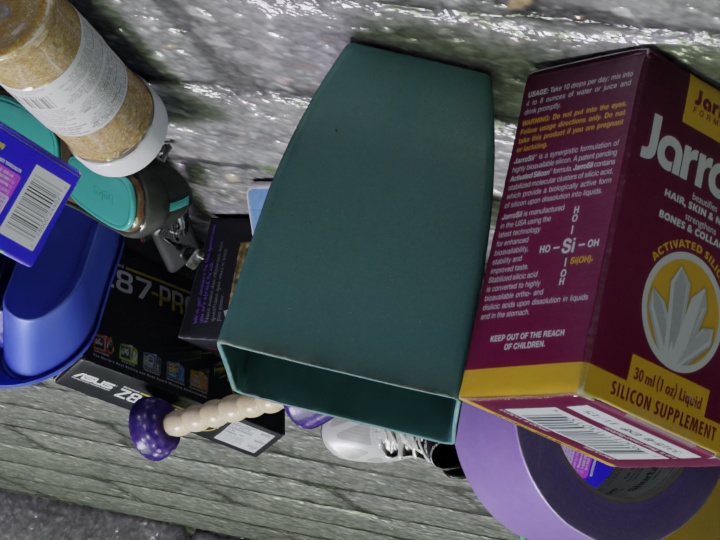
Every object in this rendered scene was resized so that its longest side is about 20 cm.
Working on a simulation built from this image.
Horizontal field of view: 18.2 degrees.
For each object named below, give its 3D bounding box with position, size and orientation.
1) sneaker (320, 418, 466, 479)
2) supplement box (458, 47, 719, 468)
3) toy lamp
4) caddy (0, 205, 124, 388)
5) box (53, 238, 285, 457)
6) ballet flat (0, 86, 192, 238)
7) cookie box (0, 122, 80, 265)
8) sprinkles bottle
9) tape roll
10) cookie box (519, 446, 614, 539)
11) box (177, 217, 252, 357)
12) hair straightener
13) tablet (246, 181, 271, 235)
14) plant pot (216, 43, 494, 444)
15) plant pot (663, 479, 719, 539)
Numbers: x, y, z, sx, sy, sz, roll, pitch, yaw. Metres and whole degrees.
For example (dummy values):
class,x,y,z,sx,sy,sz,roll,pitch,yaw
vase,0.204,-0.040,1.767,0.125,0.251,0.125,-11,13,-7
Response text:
class,x,y,z,sx,sy,sz,roll,pitch,yaw
sneaker,0.046,0.119,1.756,0.199,0.076,0.115,-13,-170,23
supplement box,0.151,-0.003,1.263,0.130,0.202,0.103,23,161,-35
toy lamp,-0.085,0.103,1.705,0.199,0.059,0.058,-16,150,36
caddy,-0.254,-0.011,1.670,0.140,0.201,0.105,12,149,5
box,-0.152,0.047,1.834,0.199,0.162,0.049,24,136,-30
ballet flat,-0.190,-0.074,1.564,0.068,0.068,0.199,-13,-145,-43
cookie box,-0.310,-0.097,1.472,0.199,0.076,0.171,29,177,36
sprinkles bottle,-0.184,-0.123,1.406,0.068,0.069,0.200,9,165,19
tape roll,0.170,0.101,1.650,0.199,0.202,0.085,21,165,-27
cookie box,0.190,0.162,1.926,0.075,0.172,0.200,14,166,11
box,-0.023,0.028,1.749,0.199,0.107,0.122,2,161,42
hair straightener,-0.138,-0.042,1.702,0.077,0.041,0.200,46,163,13
tablet,0.000,0.000,1.611,0.199,0.131,0.014,2,-165,42
plant pot,0.011,-0.021,1.335,0.140,0.202,0.141,13,167,4
plant pot,0.351,0.191,1.865,0.175,0.202,0.200,-5,159,22
